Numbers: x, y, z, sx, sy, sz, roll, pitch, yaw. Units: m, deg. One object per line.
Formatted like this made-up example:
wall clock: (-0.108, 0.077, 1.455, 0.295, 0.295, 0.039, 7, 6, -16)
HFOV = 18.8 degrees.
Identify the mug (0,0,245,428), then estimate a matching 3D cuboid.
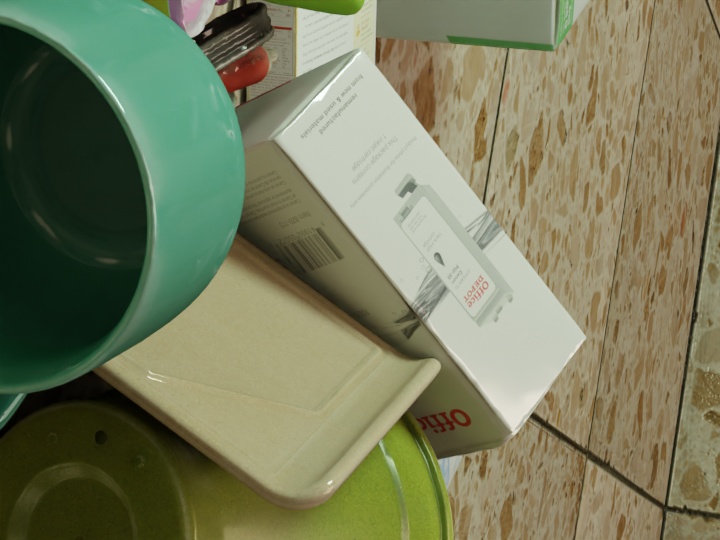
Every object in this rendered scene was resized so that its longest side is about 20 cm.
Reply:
mug: (-0.135, -0.032, 0.883, 0.152, 0.185, 0.114, 57, 28, -1)

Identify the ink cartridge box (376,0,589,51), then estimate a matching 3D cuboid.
ink cartridge box: (0.093, -0.229, 1.530, 0.200, 0.145, 0.084, -52, 145, -59)

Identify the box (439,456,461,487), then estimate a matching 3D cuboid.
box: (0.001, 0.068, 1.422, 0.113, 0.101, 0.201, -60, 151, -52)

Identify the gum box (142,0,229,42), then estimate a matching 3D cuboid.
gum box: (-0.122, -0.189, 0.898, 0.066, 0.113, 0.201, -61, 152, -52)

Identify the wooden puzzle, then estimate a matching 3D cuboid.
wooden puzzle: (-0.075, 0.030, 1.021, 0.037, 0.199, 0.185, -62, 172, 23)

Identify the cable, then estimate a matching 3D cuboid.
cable: (-0.094, -0.080, 1.081, 0.050, 0.097, 0.200, 56, 25, -10)

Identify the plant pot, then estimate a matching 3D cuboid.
plant pot: (-0.086, 0.131, 1.056, 0.193, 0.199, 0.202, 13, 84, -61)

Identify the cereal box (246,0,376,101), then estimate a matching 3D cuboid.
cereal box: (-0.029, -0.131, 1.348, 0.144, 0.039, 0.201, -39, 133, -64)

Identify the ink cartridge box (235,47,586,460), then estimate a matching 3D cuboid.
ink cartridge box: (0.000, 0.000, 1.148, 0.200, 0.146, 0.083, 51, 57, -14)

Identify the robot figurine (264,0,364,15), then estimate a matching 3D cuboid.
robot figurine: (-0.031, -0.218, 1.134, 0.201, 0.115, 0.176, -94, -163, -46)
